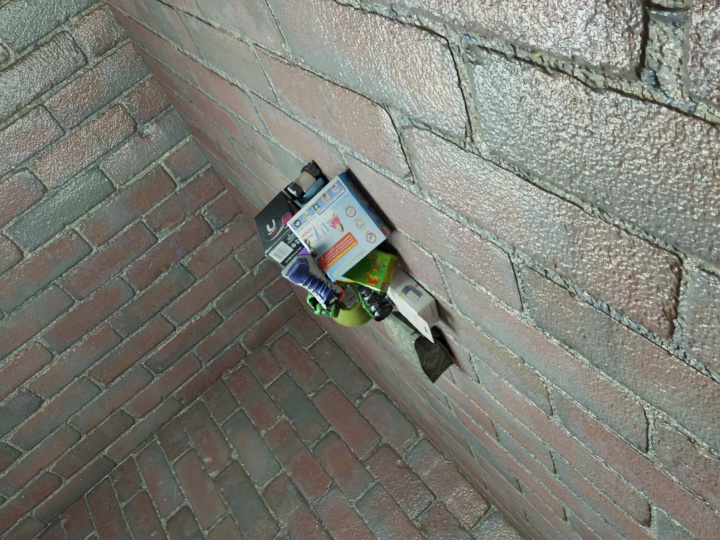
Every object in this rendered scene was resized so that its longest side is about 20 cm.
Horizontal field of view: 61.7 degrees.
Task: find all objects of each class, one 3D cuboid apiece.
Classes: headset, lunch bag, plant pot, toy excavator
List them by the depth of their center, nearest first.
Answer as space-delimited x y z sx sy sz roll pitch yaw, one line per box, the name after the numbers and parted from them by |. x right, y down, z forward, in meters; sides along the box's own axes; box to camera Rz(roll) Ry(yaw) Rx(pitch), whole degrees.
0.032 0.089 1.713 0.125 0.093 0.200 59 161 2 | headset
-0.124 -0.202 1.773 0.200 0.100 0.194 45 171 -12 | toy excavator
0.171 0.214 1.825 0.164 0.117 0.201 37 167 51 | lunch bag
-0.030 0.086 1.942 0.188 0.187 0.200 49 178 5 | plant pot

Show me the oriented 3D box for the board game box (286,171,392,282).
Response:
-0.055 -0.109 1.533 0.197 0.199 0.056 51 -154 -2 | board game box

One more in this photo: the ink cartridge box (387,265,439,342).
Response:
0.151 0.093 1.654 0.200 0.067 0.118 44 167 35 | ink cartridge box

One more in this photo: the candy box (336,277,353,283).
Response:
0.000 0.000 1.730 0.197 0.027 0.102 -4 153 29 | candy box

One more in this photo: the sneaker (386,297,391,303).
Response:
0.063 0.068 1.851 0.079 0.089 0.200 53 174 -9 | sneaker

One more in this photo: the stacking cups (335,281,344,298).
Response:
-0.121 0.013 1.821 0.200 0.060 0.061 44 167 23 | stacking cups

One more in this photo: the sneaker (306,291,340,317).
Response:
-0.128 0.065 1.846 0.201 0.084 0.079 56 132 50 | sneaker

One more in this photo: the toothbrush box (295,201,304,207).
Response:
-0.172 -0.151 1.992 0.147 0.085 0.200 58 -178 -30 | toothbrush box

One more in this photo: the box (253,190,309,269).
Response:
-0.210 -0.109 1.695 0.106 0.122 0.201 39 -165 -38 | box

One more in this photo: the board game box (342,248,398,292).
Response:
-0.004 -0.021 1.649 0.198 0.103 0.047 20 -174 30 | board game box

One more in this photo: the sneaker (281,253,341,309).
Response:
-0.106 0.033 1.569 0.115 0.081 0.199 47 -171 31 | sneaker
